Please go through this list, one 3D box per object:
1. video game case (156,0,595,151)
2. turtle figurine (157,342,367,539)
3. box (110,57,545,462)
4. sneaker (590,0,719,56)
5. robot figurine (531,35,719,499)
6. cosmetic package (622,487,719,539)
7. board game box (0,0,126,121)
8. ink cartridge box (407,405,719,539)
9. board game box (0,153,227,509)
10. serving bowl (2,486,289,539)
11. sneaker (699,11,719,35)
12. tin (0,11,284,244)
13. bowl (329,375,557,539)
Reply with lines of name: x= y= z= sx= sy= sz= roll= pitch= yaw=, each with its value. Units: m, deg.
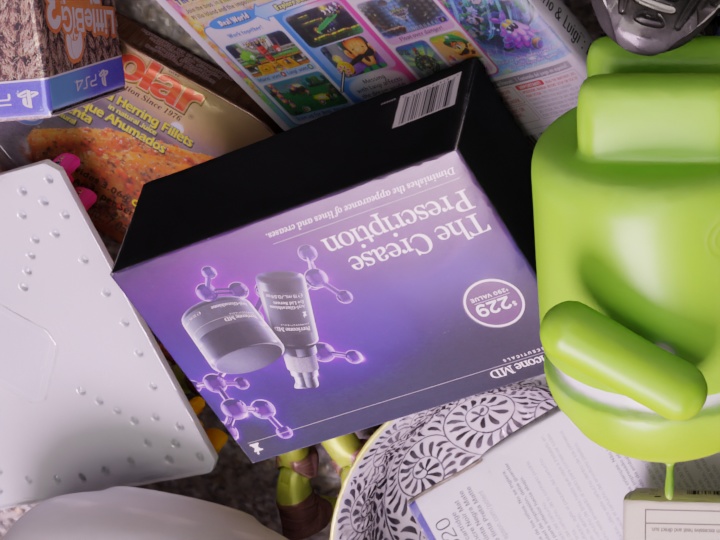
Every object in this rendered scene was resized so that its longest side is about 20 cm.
video game case: x=0.018 y=-0.109 z=1.116 sx=0.199 sy=0.024 sz=0.182 roll=-11 pitch=134 yaw=44
turtle figurine: x=-0.022 y=0.072 z=1.264 sx=0.199 sy=0.064 sz=0.162 roll=-11 pitch=112 yaw=21
box: x=0.000 y=0.000 z=1.129 sx=0.199 sy=0.079 sz=0.141 roll=-19 pitch=125 yaw=26
sneaker: x=0.131 y=-0.154 z=1.038 sx=0.074 sy=0.201 sz=0.080 roll=17 pitch=129 yaw=-6
robot figurine: x=0.136 y=-0.002 z=1.020 sx=0.115 sy=0.176 sz=0.201 roll=0 pitch=118 yaw=10
cosmetic package: x=0.174 y=0.206 z=1.076 sx=0.104 sy=0.071 sz=0.201 roll=2 pitch=88 yaw=9
board game box: x=-0.221 y=-0.177 z=1.159 sx=0.158 sy=0.097 sz=0.201 roll=-4 pitch=101 yaw=18
ink cartridge box: x=0.156 y=0.150 z=1.139 sx=0.199 sy=0.041 sz=0.200 roll=-30 pitch=83 yaw=8
board game box: x=-0.194 y=0.039 z=1.296 sx=0.199 sy=0.026 sz=0.201 roll=-12 pitch=113 yaw=36
serving bowl: x=-0.107 y=0.164 z=1.288 sx=0.199 sy=0.200 sz=0.066 roll=9 pitch=78 yaw=12
sneaker: x=0.185 y=-0.046 z=1.136 sx=0.115 sy=0.080 sz=0.200 roll=-22 pitch=92 yaw=32
tin: x=-0.117 y=-0.072 z=1.239 sx=0.199 sy=0.042 sz=0.112 roll=30 pitch=124 yaw=2
bowl: x=0.082 y=0.136 z=1.232 sx=0.199 sy=0.094 sz=0.202 roll=0 pitch=103 yaw=-2
